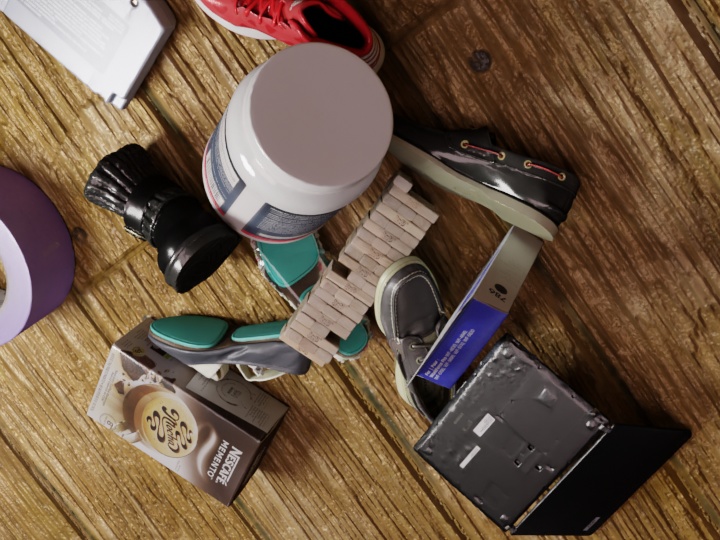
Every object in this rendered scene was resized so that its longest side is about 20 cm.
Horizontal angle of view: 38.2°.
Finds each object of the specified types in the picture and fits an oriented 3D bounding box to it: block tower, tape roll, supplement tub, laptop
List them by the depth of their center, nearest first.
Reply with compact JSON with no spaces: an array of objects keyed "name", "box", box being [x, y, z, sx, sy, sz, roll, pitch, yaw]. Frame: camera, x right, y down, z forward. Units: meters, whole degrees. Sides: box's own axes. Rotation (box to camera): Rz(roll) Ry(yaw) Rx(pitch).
[{"name":"supplement tub","box":[-0.060,-0.109,0.929,0.140,0.140,0.200,49,160,-4]},{"name":"block tower","box":[0.000,0.000,1.010,0.058,0.054,0.200,34,100,-7]},{"name":"laptop","box":[0.189,0.170,1.037,0.200,0.103,0.177,41,121,11]},{"name":"tape roll","box":[-0.440,-0.017,1.208,0.199,0.085,0.201,8,115,18]}]

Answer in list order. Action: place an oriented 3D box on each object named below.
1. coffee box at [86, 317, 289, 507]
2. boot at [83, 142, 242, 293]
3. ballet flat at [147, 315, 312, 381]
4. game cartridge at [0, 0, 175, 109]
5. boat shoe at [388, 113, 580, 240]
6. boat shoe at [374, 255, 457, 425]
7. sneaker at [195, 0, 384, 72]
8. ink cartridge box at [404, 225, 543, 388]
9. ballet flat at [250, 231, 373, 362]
[{"name":"coffee box","box":[-0.197,0.161,1.189,0.200,0.080,0.113,31,120,7]},{"name":"boot","box":[-0.204,-0.057,1.032,0.158,0.211,0.079,42,88,-3]},{"name":"ballet flat","box":[-0.141,0.090,1.143,0.199,0.073,0.073,0,113,20]},{"name":"game cartridge","box":[-0.285,-0.276,1.057,0.200,0.040,0.133,42,125,1]},{"name":"boat shoe","box":[0.105,-0.099,0.961,0.201,0.074,0.063,28,85,20]},{"name":"boat shoe","box":[0.065,0.073,1.016,0.066,0.072,0.201,46,157,43]},{"name":"sneaker","box":[-0.069,-0.242,0.925,0.200,0.116,0.079,23,88,2]},{"name":"ink cartridge box","box":[0.107,0.037,0.937,0.039,0.200,0.100,36,123,5]},{"name":"ballet flat","box":[-0.059,0.008,1.073,0.076,0.064,0.200,-31,100,-10]}]
